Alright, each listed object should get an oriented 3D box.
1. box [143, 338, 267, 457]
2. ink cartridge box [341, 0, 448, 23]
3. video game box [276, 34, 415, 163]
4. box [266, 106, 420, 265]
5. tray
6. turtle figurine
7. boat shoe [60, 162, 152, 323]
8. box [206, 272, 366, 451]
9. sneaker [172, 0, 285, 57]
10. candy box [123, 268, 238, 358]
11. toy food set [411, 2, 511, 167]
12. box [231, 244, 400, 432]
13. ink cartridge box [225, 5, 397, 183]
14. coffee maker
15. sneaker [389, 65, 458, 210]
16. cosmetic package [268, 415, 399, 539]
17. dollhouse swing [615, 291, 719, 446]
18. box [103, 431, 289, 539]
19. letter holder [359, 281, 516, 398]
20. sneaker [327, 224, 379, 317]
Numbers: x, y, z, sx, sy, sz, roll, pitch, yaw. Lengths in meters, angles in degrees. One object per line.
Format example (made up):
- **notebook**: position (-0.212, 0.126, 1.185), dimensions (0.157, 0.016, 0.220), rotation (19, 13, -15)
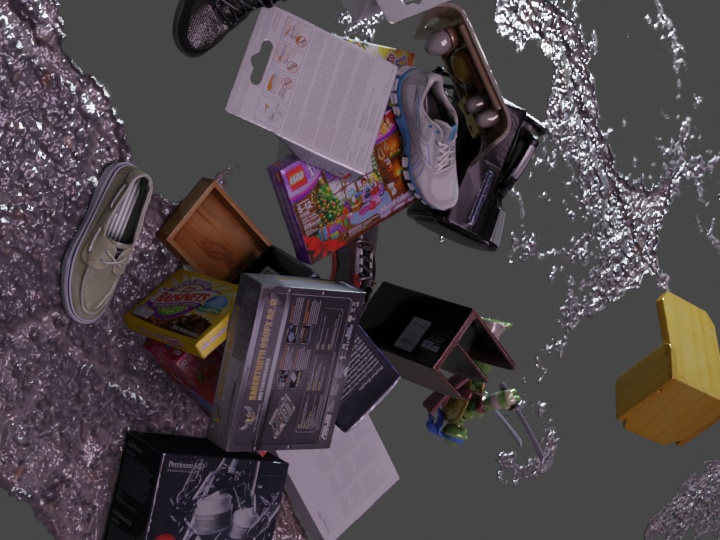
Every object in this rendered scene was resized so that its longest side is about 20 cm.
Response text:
- **box**: position (-0.172, 0.135, 1.656), dimensions (0.100, 0.095, 0.201), rotation (-49, 125, -17)
- **ink cartridge box**: position (0.016, -0.397, 1.641), dimensions (0.115, 0.068, 0.201), rotation (-26, 81, -29)
- **video game box**: position (-0.019, -0.210, 1.732), dimensions (0.181, 0.047, 0.203), rotation (3, 98, -40)
- **box**: position (-0.019, -0.115, 1.700), dimensions (0.199, 0.039, 0.138), rotation (-32, 117, -28)
- **tray**: position (-0.167, -0.016, 1.666), dimensions (0.099, 0.037, 0.200), rotation (-52, 125, -16)
- **turtle figurine**: position (0.204, 0.174, 1.931), dimensions (0.144, 0.197, 0.197), rotation (8, 91, -72)
- **boat shoe**: position (-0.305, -0.032, 1.538), dimensions (0.071, 0.062, 0.203), rotation (15, 91, -38)
- **box**: position (-0.086, 0.110, 1.500), dimensions (0.157, 0.048, 0.203), rotation (4, 103, -40)
- **sneaker**: position (-0.144, -0.339, 1.565), dimensions (0.200, 0.114, 0.077), rotation (-47, 122, -17)
- **candy box**: position (-0.204, 0.048, 1.547), dimensions (0.102, 0.199, 0.027), rotation (-40, 118, -24)
- **toy food set**: position (0.127, -0.244, 1.703), dimensions (0.060, 0.144, 0.202), rotation (-22, 86, -10)
- **box**: position (-0.065, 0.086, 1.635), dimensions (0.104, 0.148, 0.200), rotation (-44, 119, -9)
- **ink cartridge box**: position (-0.064, -0.223, 1.630), dimensions (0.198, 0.050, 0.164), rotation (23, 72, -15)
- **coffee maker**: position (0.145, -0.151, 1.836), dimensions (0.190, 0.135, 0.202), rotation (25, 83, -3)
- **sneaker**: position (0.098, -0.171, 1.696), dimensions (0.075, 0.086, 0.202), rotation (-30, 114, -30)
- **cosmetic package**: position (-0.044, 0.264, 1.812), dimensions (0.150, 0.051, 0.202), rotation (-40, 122, -27)
- **dollhouse swing**: position (0.536, 0.172, 2.254), dimensions (0.199, 0.177, 0.182), rotation (22, 128, -39)
- **box**: position (-0.215, 0.316, 1.658), dimensions (0.198, 0.104, 0.185), rotation (11, 92, -39)
- **letter holder**: position (0.101, 0.114, 1.797), dimensions (0.101, 0.199, 0.142), rotation (-52, 126, -16)
- **sneaker**: position (0.000, 0.000, 1.768), dimensions (0.076, 0.081, 0.203), rotation (11, 93, -38)
